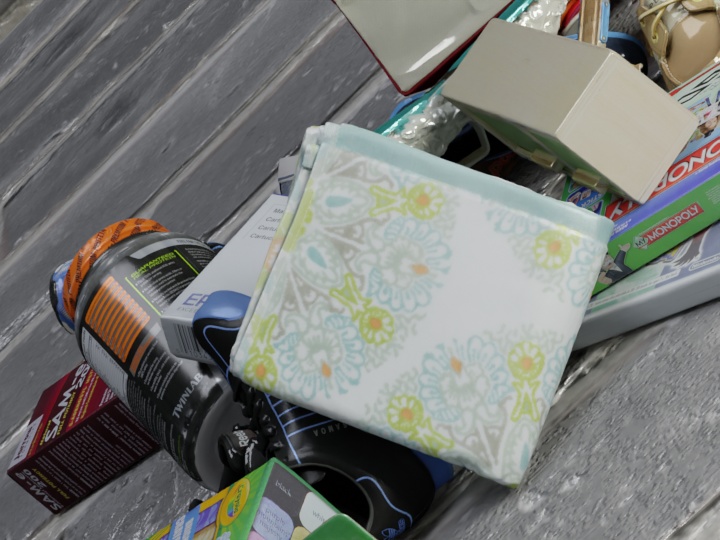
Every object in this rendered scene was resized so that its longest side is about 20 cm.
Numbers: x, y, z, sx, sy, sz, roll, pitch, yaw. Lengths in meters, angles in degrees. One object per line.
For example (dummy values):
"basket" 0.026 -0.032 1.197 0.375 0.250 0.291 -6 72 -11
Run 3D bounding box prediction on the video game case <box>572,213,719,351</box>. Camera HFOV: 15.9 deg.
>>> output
"video game case" 0.203 -0.041 1.577 0.200 0.023 0.183 -25 29 49

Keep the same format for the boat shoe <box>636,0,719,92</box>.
"boat shoe" 0.216 -0.167 1.727 0.074 0.066 0.200 -41 20 17

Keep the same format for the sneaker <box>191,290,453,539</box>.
"sneaker" -0.039 0.092 1.595 0.078 0.200 0.070 -44 -23 -26

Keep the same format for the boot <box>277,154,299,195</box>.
"boot" -0.011 -0.047 1.939 0.200 0.072 0.091 169 97 -75

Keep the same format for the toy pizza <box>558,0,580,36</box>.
"toy pizza" 0.178 -0.208 1.872 0.200 0.032 0.200 -44 -6 -6

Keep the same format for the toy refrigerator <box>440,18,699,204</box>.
"toy refrigerator" 0.125 -0.100 1.608 0.070 0.076 0.200 -55 22 -2

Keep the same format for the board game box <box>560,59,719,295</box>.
"board game box" 0.200 -0.070 1.565 0.200 0.029 0.135 -33 23 34

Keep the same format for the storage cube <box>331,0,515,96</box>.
"storage cube" 0.067 -0.250 1.873 0.200 0.171 0.180 -40 -5 21

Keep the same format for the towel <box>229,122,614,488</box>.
"towel" 0.033 0.016 1.544 0.048 0.199 0.172 21 -91 -75

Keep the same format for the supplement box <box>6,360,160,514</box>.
"supplement box" -0.191 0.105 2.078 0.200 0.061 0.109 -35 23 34

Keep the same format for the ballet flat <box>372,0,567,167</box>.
"ballet flat" 0.074 -0.113 1.733 0.200 0.072 0.072 -42 18 -9

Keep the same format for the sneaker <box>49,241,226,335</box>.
"sneaker" -0.141 0.007 1.967 0.089 0.199 0.079 139 123 -60

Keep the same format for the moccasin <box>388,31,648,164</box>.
"moccasin" 0.114 -0.103 1.804 0.199 0.080 0.069 -22 51 30

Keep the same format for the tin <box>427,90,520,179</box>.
"tin" 0.069 -0.093 1.946 0.112 0.042 0.200 -47 19 -12

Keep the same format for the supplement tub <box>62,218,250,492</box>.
"supplement tub" -0.120 0.055 1.813 0.123 0.123 0.200 -47 51 1

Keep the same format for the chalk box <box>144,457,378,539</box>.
"chalk box" -0.059 0.207 1.497 0.200 0.125 0.124 -34 23 37

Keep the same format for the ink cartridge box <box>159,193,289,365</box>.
"ink cartridge box" 0.000 0.000 1.716 0.199 0.041 0.200 10 42 32

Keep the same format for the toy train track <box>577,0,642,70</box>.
"toy train track" 0.164 -0.149 1.722 0.114 0.032 0.201 -19 61 54

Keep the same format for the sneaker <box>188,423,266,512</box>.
"sneaker" -0.035 0.118 1.661 0.201 0.098 0.071 -48 15 -7
